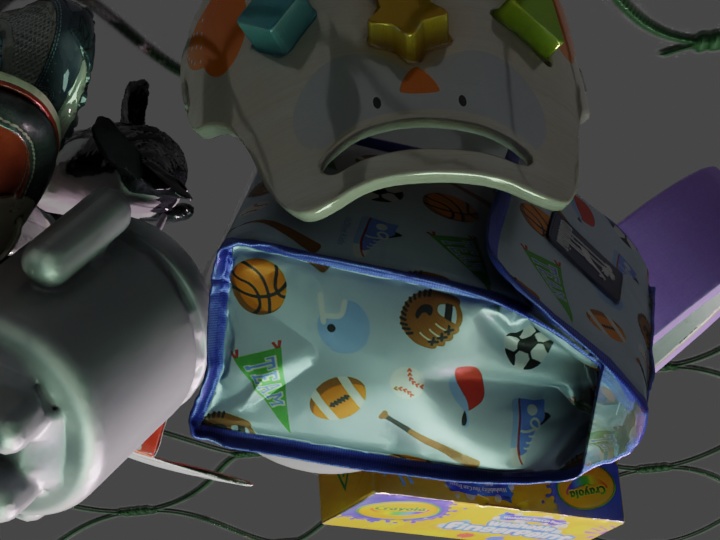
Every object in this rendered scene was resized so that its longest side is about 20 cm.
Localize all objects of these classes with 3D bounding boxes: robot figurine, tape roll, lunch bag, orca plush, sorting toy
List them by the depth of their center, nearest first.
[{"bbox_3d":[0.022,-0.082,0.966,0.199,0.180,0.107,-3,131,-7],"label":"sorting toy"},{"bbox_3d":[0.038,0.015,0.978,0.199,0.170,0.124,12,114,4],"label":"lunch bag"},{"bbox_3d":[-0.145,0.043,1.046,0.113,0.200,0.170,25,123,15],"label":"robot figurine"},{"bbox_3d":[-0.135,-0.070,1.126,0.105,0.071,0.200,9,175,-6],"label":"orca plush"},{"bbox_3d":[0.159,0.027,1.282,0.200,0.066,0.200,-39,168,-10],"label":"tape roll"}]

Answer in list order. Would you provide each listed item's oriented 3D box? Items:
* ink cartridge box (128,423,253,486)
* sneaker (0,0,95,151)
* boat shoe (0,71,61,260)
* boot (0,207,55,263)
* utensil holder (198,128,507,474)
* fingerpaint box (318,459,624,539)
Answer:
[{"bbox_3d":[-0.165,0.079,1.291,0.199,0.051,0.109,20,171,-23],"label":"ink cartridge box"},{"bbox_3d":[-0.213,-0.086,1.071,0.200,0.078,0.086,-25,146,38],"label":"sneaker"},{"bbox_3d":[-0.200,-0.029,1.046,0.071,0.063,0.200,24,146,-13],"label":"boat shoe"},{"bbox_3d":[-0.204,0.003,1.232,0.073,0.096,0.200,-28,155,-1],"label":"boot"},{"bbox_3d":[0.000,0.000,1.196,0.169,0.171,0.200,2,153,-14],"label":"utensil holder"},{"bbox_3d":[0.068,0.090,1.412,0.199,0.168,0.073,9,153,-31],"label":"fingerpaint box"}]
